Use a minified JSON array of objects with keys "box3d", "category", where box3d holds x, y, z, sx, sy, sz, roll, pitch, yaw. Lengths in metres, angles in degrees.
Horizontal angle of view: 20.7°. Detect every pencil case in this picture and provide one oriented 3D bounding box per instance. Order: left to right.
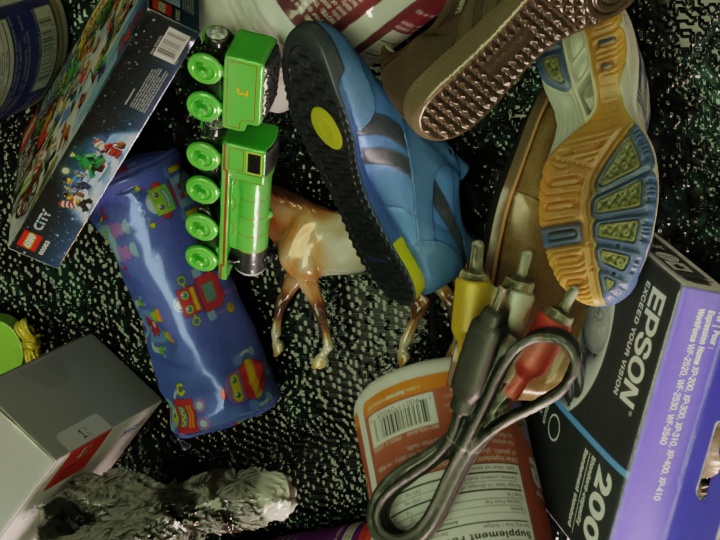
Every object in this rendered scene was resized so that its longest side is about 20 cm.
[{"box3d":[-0.125,0.017,1.351,0.087,0.078,0.201,-6,108,60],"category":"pencil case"}]

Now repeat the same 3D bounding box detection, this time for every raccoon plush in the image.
[{"box3d":[-0.133,0.214,1.331,0.199,0.097,0.134,-2,123,16],"category":"raccoon plush"}]

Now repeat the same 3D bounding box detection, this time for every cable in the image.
[{"box3d":[0.074,0.087,1.188,0.097,0.050,0.201,27,109,22],"category":"cable"}]

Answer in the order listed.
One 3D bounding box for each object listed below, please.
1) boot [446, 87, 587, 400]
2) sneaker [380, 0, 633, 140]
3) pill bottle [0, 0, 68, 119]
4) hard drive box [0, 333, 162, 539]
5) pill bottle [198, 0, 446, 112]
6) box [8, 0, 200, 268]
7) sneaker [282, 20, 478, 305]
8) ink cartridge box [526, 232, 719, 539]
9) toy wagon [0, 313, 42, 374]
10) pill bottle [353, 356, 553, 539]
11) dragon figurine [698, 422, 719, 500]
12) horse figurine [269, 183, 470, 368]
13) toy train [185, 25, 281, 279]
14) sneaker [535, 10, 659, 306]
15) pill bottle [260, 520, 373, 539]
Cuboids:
[{"box3d":[0.112,-0.015,1.245,0.075,0.074,0.201,13,81,5],"category":"boot"},{"box3d":[0.092,-0.165,1.155,0.200,0.070,0.076,-39,51,5],"category":"sneaker"},{"box3d":[-0.285,-0.143,1.292,0.119,0.200,0.120,5,106,17],"category":"pill bottle"},{"box3d":[-0.252,0.155,1.387,0.077,0.156,0.200,42,114,9],"category":"hard drive box"},{"box3d":[-0.002,-0.193,1.231,0.200,0.114,0.114,-35,92,23],"category":"pill bottle"},{"box3d":[-0.167,-0.118,1.285,0.038,0.137,0.200,23,120,-21],"category":"box"},{"box3d":[0.016,-0.077,1.225,0.066,0.078,0.200,21,142,55],"category":"sneaker"},{"box3d":[0.168,0.083,1.217,0.043,0.200,0.199,4,110,-23],"category":"ink cartridge box"},{"box3d":[-0.315,0.068,1.449,0.199,0.040,0.156,-11,102,20],"category":"toy wagon"},{"box3d":[0.065,0.166,1.263,0.112,0.112,0.201,-22,62,23],"category":"pill bottle"},{"box3d":[0.230,0.078,1.254,0.059,0.099,0.201,7,93,9],"category":"dragon figurine"},{"box3d":[0.000,0.000,1.319,0.199,0.050,0.133,1,107,21],"category":"horse figurine"},{"box3d":[-0.079,-0.070,1.244,0.056,0.042,0.200,13,135,8],"category":"toy train"},{"box3d":[0.153,-0.076,1.203,0.075,0.088,0.201,-4,82,23],"category":"sneaker"},{"box3d":[-0.042,0.238,1.366,0.199,0.112,0.113,-13,101,21],"category":"pill bottle"}]
